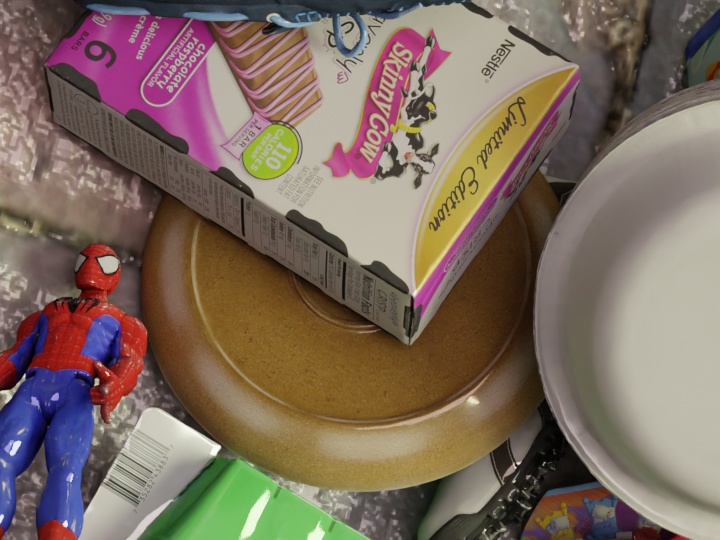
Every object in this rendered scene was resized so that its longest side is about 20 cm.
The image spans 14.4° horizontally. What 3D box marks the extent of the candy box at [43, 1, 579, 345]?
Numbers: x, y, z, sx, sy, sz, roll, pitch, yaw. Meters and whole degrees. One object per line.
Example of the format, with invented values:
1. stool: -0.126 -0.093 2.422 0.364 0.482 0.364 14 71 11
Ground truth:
1. candy box: -0.022 -0.079 1.271 0.200 0.061 0.137 32 70 12

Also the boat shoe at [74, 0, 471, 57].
1. boat shoe: -0.033 -0.140 1.231 0.199 0.069 0.084 8 52 9

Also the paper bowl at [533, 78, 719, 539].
1. paper bowl: 0.172 0.023 1.205 0.200 0.104 0.202 3 103 11

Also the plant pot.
1. plant pot: 0.000 0.000 1.288 0.199 0.028 0.201 0 68 0

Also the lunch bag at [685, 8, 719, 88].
1. lunch bag: 0.265 -0.049 1.346 0.199 0.128 0.171 14 55 -16

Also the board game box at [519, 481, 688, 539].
1. board game box: 0.157 0.168 1.289 0.199 0.039 0.159 -11 88 19

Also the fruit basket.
1. fruit basket: -0.067 0.190 1.256 0.185 0.094 0.200 31 86 -12

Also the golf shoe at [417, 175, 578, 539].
1. golf shoe: 0.065 0.046 1.327 0.094 0.078 0.200 30 72 6

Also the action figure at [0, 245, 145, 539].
1. action figure: -0.131 0.060 1.215 0.065 0.052 0.200 0 39 11
